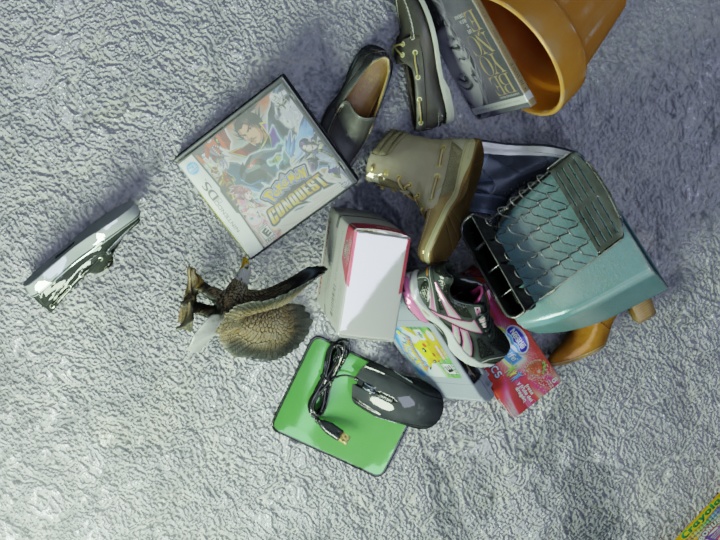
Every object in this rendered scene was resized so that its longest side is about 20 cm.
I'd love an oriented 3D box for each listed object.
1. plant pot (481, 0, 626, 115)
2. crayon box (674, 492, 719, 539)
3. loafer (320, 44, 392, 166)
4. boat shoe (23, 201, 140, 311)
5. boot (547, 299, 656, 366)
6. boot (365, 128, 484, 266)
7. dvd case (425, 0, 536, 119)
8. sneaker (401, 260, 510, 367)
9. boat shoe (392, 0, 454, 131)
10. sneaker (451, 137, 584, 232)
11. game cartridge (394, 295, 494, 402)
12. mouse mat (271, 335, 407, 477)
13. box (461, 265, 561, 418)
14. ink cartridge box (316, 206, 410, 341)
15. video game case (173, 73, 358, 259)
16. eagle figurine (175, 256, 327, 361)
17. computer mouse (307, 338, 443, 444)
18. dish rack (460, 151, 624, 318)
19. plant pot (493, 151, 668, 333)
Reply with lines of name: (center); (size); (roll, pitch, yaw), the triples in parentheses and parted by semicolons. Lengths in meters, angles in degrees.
plant pot: (0.263, -0.351, 1.496); (0.183, 0.200, 0.201); (-43, 104, -14)
crayon box: (0.581, 0.429, 1.721); (0.058, 0.119, 0.200); (43, 92, -14)
loafer: (-0.010, -0.221, 1.527); (0.072, 0.072, 0.203); (18, 98, -13)
boat shoe: (-0.380, -0.020, 1.516); (0.199, 0.069, 0.057); (-37, 112, 5)
boot: (0.342, 0.042, 1.642); (0.199, 0.071, 0.146); (-29, 98, -6)
boot: (0.074, -0.106, 1.506); (0.153, 0.073, 0.203); (12, 67, 23)
dvd case: (0.153, -0.306, 1.500); (0.016, 0.148, 0.202); (-37, 105, -18)
sneaker: (0.146, 0.059, 1.466); (0.086, 0.081, 0.199); (-28, 131, 34)
boat shoe: (0.079, -0.298, 1.527); (0.060, 0.072, 0.205); (-19, 106, -9)
sneaker: (0.224, -0.112, 1.575); (0.198, 0.077, 0.149); (3, 89, 0)
game cartridge: (0.103, 0.108, 1.578); (0.040, 0.133, 0.201); (-41, 108, -23)
mouse mat: (-0.019, 0.208, 1.642); (0.197, 0.008, 0.163); (26, 95, -13)
box: (0.198, 0.104, 1.608); (0.095, 0.100, 0.201); (-36, 104, -1)
ink cartridge box: (0.000, 0.000, 1.507); (0.081, 0.200, 0.149); (7, 100, -12)
video game case: (-0.132, -0.143, 1.523); (0.199, 0.026, 0.182); (-34, 104, 14)
eagle figurine: (-0.153, 0.049, 1.522); (0.196, 0.152, 0.154); (12, 92, -9)
computer mouse: (0.017, 0.205, 1.605); (0.198, 0.046, 0.142); (28, 96, -1)
dish rack: (0.242, -0.051, 1.425); (0.199, 0.054, 0.155); (-40, 70, 31)
plant pot: (0.292, -0.014, 1.535); (0.199, 0.195, 0.198); (-34, 72, 15)
